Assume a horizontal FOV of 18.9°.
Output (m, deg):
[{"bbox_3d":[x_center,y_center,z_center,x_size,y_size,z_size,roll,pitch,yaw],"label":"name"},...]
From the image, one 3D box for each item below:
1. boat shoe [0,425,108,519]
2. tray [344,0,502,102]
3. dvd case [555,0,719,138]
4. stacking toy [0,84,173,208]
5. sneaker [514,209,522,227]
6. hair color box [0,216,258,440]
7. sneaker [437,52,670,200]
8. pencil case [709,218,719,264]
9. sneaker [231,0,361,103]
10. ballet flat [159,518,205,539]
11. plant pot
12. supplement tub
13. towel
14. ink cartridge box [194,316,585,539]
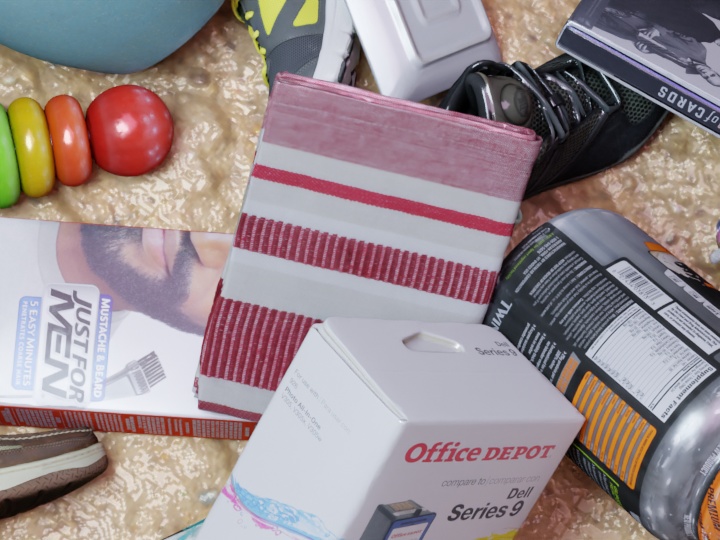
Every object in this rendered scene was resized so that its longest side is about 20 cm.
[{"bbox_3d":[-0.229,0.102,1.170,0.202,0.075,0.075,-11,76,-44],"label":"boat shoe"},{"bbox_3d":[0.021,-0.201,1.271,0.107,0.022,0.200,-25,95,-41],"label":"tray"},{"bbox_3d":[0.228,-0.126,1.276,0.200,0.025,0.150,30,41,4],"label":"dvd case"},{"bbox_3d":[-0.208,-0.071,1.255,0.200,0.085,0.086,-12,77,-12],"label":"stacking toy"},{"bbox_3d":[0.037,0.010,1.200,0.118,0.074,0.201,-8,102,33],"label":"sneaker"},{"bbox_3d":[-0.125,0.034,1.236,0.200,0.064,0.111,4,75,-4],"label":"hair color box"},{"bbox_3d":[0.113,-0.092,1.256,0.199,0.114,0.076,-27,80,-11],"label":"sneaker"},{"bbox_3d":[0.236,0.065,1.237,0.086,0.083,0.200,7,76,-2],"label":"pencil case"},{"bbox_3d":[-0.041,-0.146,1.289,0.084,0.075,0.200,9,66,5],"label":"sneaker"},{"bbox_3d":[-0.096,0.170,1.206,0.200,0.072,0.072,-21,78,-1],"label":"ballet flat"},{"bbox_3d":[-0.148,-0.192,1.243,0.200,0.200,0.135,-48,116,-13],"label":"plant pot"},{"bbox_3d":[0.162,0.065,1.156,0.122,0.123,0.200,-38,51,-11],"label":"supplement tub"},{"bbox_3d":[0.000,0.000,1.154,0.144,0.023,0.200,13,115,-8],"label":"towel"},{"bbox_3d":[0.003,0.128,1.123,0.088,0.145,0.200,44,116,36],"label":"ink cartridge box"}]
